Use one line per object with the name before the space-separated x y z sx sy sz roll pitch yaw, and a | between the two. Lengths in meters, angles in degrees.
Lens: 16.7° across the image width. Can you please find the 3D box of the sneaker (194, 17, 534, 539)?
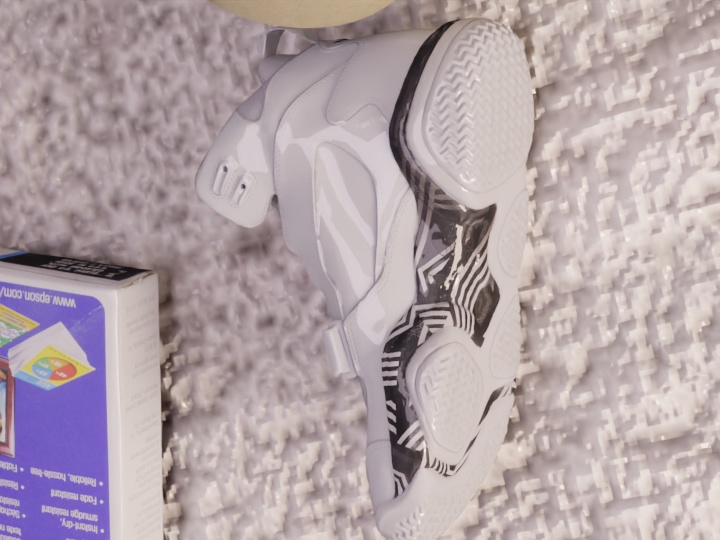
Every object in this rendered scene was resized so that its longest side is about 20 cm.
sneaker | 0.000 0.000 0.941 0.114 0.075 0.201 9 98 29

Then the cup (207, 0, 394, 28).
cup | -0.018 -0.172 0.869 0.200 0.200 0.144 37 141 19

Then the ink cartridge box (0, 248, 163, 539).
ink cartridge box | -0.174 0.087 1.069 0.197 0.043 0.201 9 104 30
